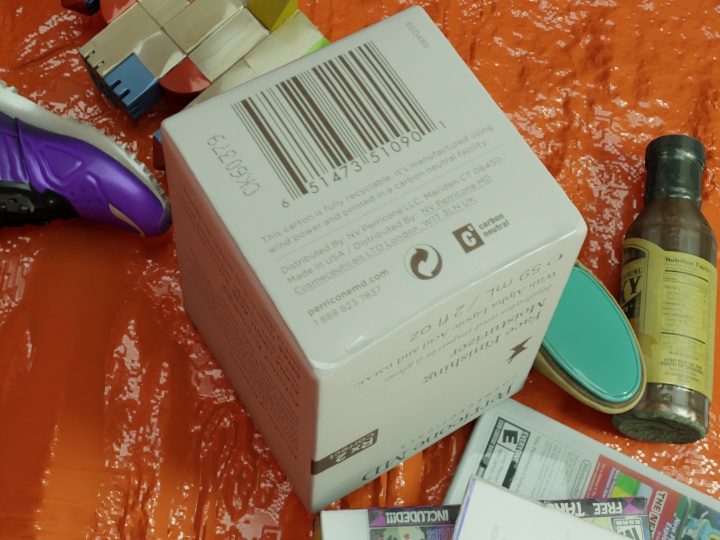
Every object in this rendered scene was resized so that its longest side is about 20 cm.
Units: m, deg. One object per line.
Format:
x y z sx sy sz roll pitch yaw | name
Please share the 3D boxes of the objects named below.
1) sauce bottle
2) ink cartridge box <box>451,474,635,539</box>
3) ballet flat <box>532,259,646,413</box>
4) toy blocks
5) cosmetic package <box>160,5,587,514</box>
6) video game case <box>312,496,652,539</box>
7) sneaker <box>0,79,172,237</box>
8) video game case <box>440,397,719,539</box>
0.199 0.009 0.817 0.064 0.065 0.203 12 65 -3 | sauce bottle
0.117 0.235 0.659 0.198 0.043 0.200 22 67 -3 | ink cartridge box
0.109 0.011 0.799 0.068 0.063 0.201 -25 69 -20 | ballet flat
-0.122 -0.153 0.828 0.136 0.100 0.200 -41 79 -9 | toy blocks
0.000 0.000 0.707 0.163 0.201 0.166 -27 66 -17 | cosmetic package
0.076 0.223 0.701 0.197 0.036 0.184 0 69 -9 | video game case
-0.215 -0.053 0.783 0.198 0.070 0.100 28 74 8 | sneaker
0.121 0.199 0.751 0.180 0.023 0.202 25 66 3 | video game case
